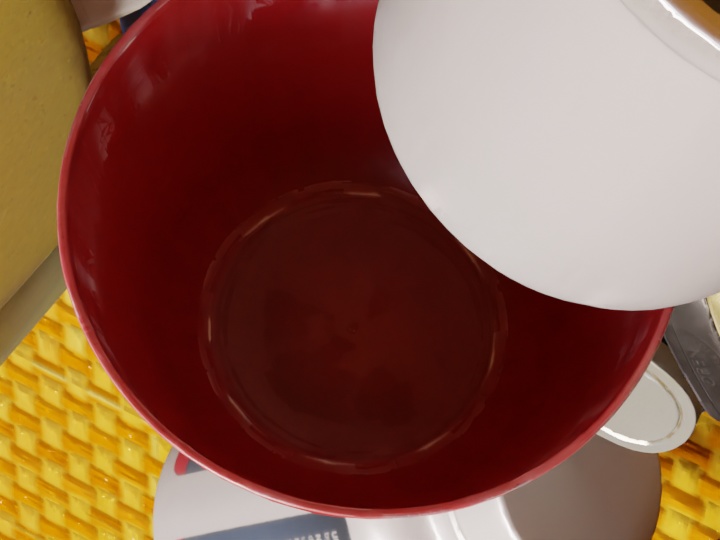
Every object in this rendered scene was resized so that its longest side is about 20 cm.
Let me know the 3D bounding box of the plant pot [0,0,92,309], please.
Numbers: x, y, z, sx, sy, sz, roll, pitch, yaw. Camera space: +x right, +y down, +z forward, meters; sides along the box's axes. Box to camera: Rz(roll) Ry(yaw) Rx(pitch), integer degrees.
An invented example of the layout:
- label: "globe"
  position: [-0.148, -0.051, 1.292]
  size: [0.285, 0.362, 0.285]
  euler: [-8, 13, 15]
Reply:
- label: "plant pot"
  position: [-0.209, -0.068, 0.974]
  size: [0.194, 0.196, 0.200]
  euler: [34, 152, 10]

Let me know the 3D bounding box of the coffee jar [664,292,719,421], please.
- label: "coffee jar"
  position: [0.190, 0.005, 0.952]
  size: [0.199, 0.086, 0.105]
  euler: [1, 135, 40]

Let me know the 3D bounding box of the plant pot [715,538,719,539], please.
- label: "plant pot"
  position: [0.164, 0.161, 1.039]
  size: [0.174, 0.200, 0.201]
  euler: [-9, 123, 55]

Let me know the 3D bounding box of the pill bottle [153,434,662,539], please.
- label: "pill bottle"
  position: [0.019, 0.094, 1.165]
  size: [0.199, 0.120, 0.120]
  euler: [-16, 117, 49]

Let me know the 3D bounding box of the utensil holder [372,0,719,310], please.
- label: "utensil holder"
  position: [0.101, -0.091, 0.835]
  size: [0.170, 0.170, 0.200]
  euler: [40, 156, -1]

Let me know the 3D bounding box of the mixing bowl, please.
- label: "mixing bowl"
  position: [0.000, 0.000, 0.964]
  size: [0.200, 0.201, 0.108]
  euler: [33, 159, 8]

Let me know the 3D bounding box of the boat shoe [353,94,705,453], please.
- label: "boat shoe"
  position: [0.054, -0.018, 1.066]
  size: [0.200, 0.062, 0.075]
  euler: [36, 139, -1]

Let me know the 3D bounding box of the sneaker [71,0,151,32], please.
- label: "sneaker"
  position: [-0.157, -0.126, 1.090]
  size: [0.199, 0.074, 0.116]
  euler: [0, 118, 41]

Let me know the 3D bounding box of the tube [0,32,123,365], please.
- label: "tube"
  position: [-0.126, -0.013, 1.111]
  size: [0.052, 0.200, 0.058]
  euler: [34, 144, 3]

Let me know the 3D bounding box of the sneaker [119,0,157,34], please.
- label: "sneaker"
  position: [-0.051, -0.030, 1.089]
  size: [0.076, 0.077, 0.201]
  euler: [-35, 73, 49]
